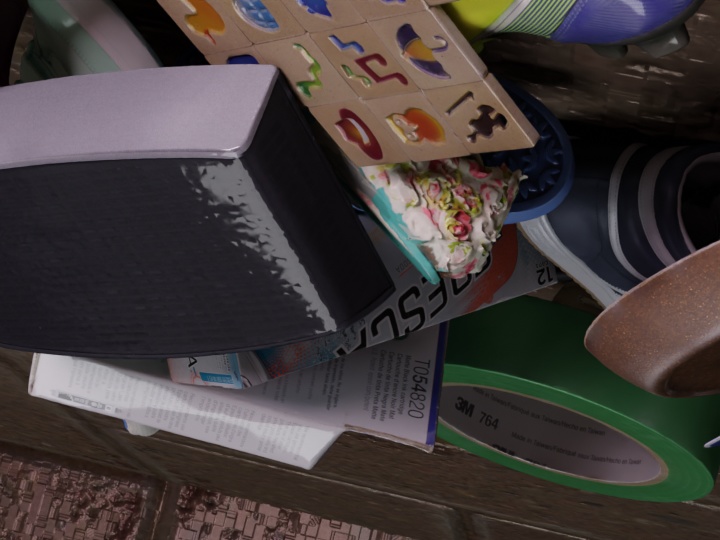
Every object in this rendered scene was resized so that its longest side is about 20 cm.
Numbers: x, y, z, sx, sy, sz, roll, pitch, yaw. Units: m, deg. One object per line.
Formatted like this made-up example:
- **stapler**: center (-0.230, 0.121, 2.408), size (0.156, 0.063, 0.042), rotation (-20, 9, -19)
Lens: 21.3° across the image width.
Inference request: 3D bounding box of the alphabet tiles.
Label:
- **alphabet tiles**: center (-0.026, -0.110, 0.663), size (0.167, 0.008, 0.200), rotation (-3, 136, 50)

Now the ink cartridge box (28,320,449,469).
- **ink cartridge box**: center (-0.053, 0.012, 0.994), size (0.199, 0.200, 0.041), rotation (15, 130, -4)

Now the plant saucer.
- **plant saucer**: center (0.196, 0.012, 0.833), size (0.199, 0.035, 0.200), rotation (-17, 164, -5)

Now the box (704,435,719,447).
- **box**: center (0.252, 0.032, 0.839), size (0.199, 0.033, 0.121), rotation (-8, 160, -33)

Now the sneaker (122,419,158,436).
- **sneaker**: center (-0.076, 0.051, 1.131), size (0.146, 0.081, 0.200), rotation (-19, 165, 27)

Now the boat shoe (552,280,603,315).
- **boat shoe**: center (0.199, 0.050, 1.124), size (0.199, 0.069, 0.075), rotation (11, 163, 18)

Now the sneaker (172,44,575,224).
- **sneaker**: center (0.010, -0.060, 0.880), size (0.199, 0.071, 0.078), rotation (17, 170, 22)

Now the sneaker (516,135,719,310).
- **sneaker**: center (0.168, -0.006, 0.924), size (0.108, 0.071, 0.200), rotation (4, 161, 43)

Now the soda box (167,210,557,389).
- **soda box**: center (0.000, 0.000, 0.927), size (0.199, 0.064, 0.068), rotation (-18, -170, -35)

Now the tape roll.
- **tape roll**: center (0.108, 0.072, 1.079), size (0.199, 0.048, 0.201), rotation (18, 163, 5)

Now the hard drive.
- **hard drive**: center (-0.098, -0.018, 0.790), size (0.199, 0.042, 0.135), rotation (-3, 133, 30)

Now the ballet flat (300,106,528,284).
- **ballet flat**: center (-0.011, -0.080, 0.786), size (0.200, 0.064, 0.076), rotation (45, 180, -13)

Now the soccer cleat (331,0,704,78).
- **soccer cleat**: center (0.036, -0.112, 0.667), size (0.199, 0.065, 0.084), rotation (1, 143, 48)

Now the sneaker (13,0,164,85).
- **sneaker**: center (-0.142, -0.053, 0.852), size (0.074, 0.118, 0.201), rotation (50, 165, 24)

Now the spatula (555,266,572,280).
- **spatula**: center (0.131, 0.008, 1.048), size (0.198, 0.021, 0.057), rotation (6, 174, -5)

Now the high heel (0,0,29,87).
- **high heel**: center (-0.231, -0.113, 0.833), size (0.067, 0.097, 0.200), rotation (8, 166, 35)
